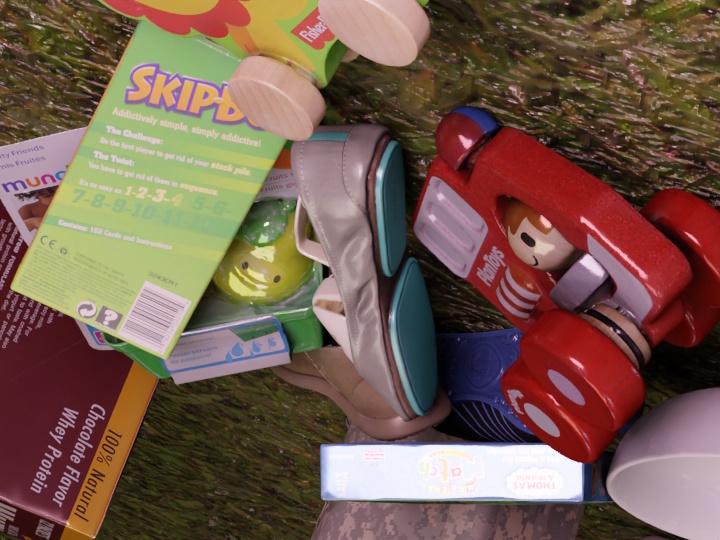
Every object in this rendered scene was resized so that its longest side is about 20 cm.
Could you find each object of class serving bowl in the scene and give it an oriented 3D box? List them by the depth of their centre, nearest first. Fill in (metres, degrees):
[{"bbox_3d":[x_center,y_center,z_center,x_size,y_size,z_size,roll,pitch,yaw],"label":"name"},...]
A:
[{"bbox_3d":[0.248,0.114,1.316,0.199,0.066,0.200,12,159,4],"label":"serving bowl"}]

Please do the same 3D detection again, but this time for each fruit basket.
[{"bbox_3d":[-0.096,-0.018,1.254,0.184,0.094,0.200,-10,148,8],"label":"fruit basket"}]

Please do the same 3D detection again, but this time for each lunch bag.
[{"bbox_3d":[0.050,0.166,1.538,0.199,0.165,0.117,-1,154,48],"label":"lunch bag"}]

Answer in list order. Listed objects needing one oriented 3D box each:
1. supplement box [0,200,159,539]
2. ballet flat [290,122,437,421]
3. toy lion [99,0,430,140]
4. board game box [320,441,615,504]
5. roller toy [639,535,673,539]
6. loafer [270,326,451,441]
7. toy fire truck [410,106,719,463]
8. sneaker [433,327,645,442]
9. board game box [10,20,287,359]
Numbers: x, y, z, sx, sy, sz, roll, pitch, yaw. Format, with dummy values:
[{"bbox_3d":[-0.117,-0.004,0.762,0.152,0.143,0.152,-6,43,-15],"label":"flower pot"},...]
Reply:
[{"bbox_3d":[-0.243,0.069,1.543,0.199,0.198,0.133,23,161,-5],"label":"supplement box"},{"bbox_3d":[0.000,0.000,1.220,0.063,0.068,0.201,5,134,18],"label":"ballet flat"},{"bbox_3d":[-0.069,-0.149,0.994,0.191,0.069,0.200,35,158,-12],"label":"toy lion"},{"bbox_3d":[0.071,0.122,1.337,0.150,0.037,0.200,-1,175,12],"label":"board game box"},{"bbox_3d":[0.246,0.298,1.662,0.139,0.201,0.182,16,-165,15],"label":"roller toy"},{"bbox_3d":[-0.006,0.040,1.377,0.200,0.076,0.068,29,133,55],"label":"loafer"},{"bbox_3d":[0.097,-0.005,1.139,0.168,0.112,0.200,42,166,9],"label":"toy fire truck"},{"bbox_3d":[0.102,0.075,1.403,0.199,0.070,0.078,7,168,39],"label":"sneaker"},{"bbox_3d":[-0.102,-0.051,1.174,0.095,0.030,0.200,25,120,-10],"label":"board game box"}]
